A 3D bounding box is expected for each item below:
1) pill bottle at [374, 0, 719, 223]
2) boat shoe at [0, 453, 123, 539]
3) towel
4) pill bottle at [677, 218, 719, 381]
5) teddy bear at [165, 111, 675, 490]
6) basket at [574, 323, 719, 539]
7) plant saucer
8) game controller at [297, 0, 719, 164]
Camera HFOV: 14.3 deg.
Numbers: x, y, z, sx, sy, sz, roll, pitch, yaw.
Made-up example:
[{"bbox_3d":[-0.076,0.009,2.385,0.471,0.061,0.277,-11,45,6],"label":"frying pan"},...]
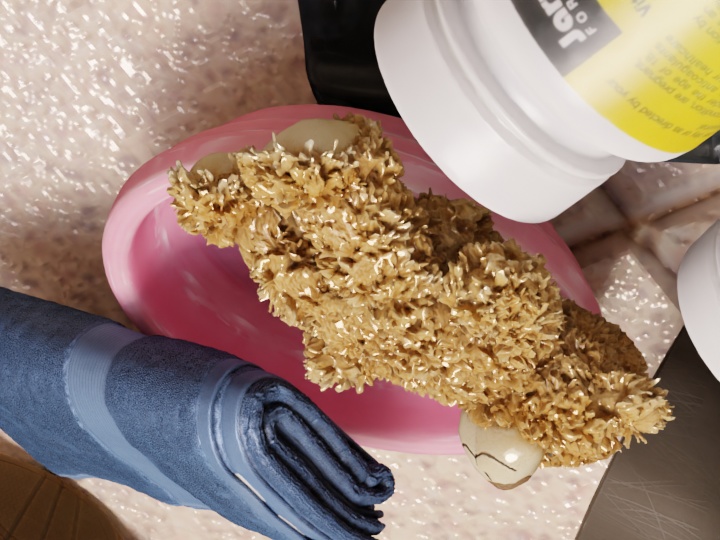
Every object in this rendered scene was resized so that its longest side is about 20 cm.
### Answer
[{"bbox_3d":[0.106,-0.108,0.937,0.114,0.115,0.200,42,120,-17],"label":"pill bottle"},{"bbox_3d":[-0.131,0.159,1.318,0.200,0.071,0.064,40,131,-16],"label":"boat shoe"},{"bbox_3d":[-0.085,0.061,1.163,0.199,0.049,0.112,15,158,43],"label":"towel"},{"bbox_3d":[0.200,-0.030,0.970,0.112,0.112,0.200,35,132,-10],"label":"pill bottle"},{"bbox_3d":[0.018,0.015,1.017,0.144,0.067,0.200,-5,142,36],"label":"teddy bear"},{"bbox_3d":[0.190,0.113,1.099,0.199,0.180,0.137,26,106,9],"label":"basket"},{"bbox_3d":[0.000,0.000,1.115,0.199,0.051,0.201,12,149,7],"label":"plant saucer"},{"bbox_3d":[0.071,-0.090,1.049,0.199,0.042,0.105,4,116,18],"label":"game controller"}]
